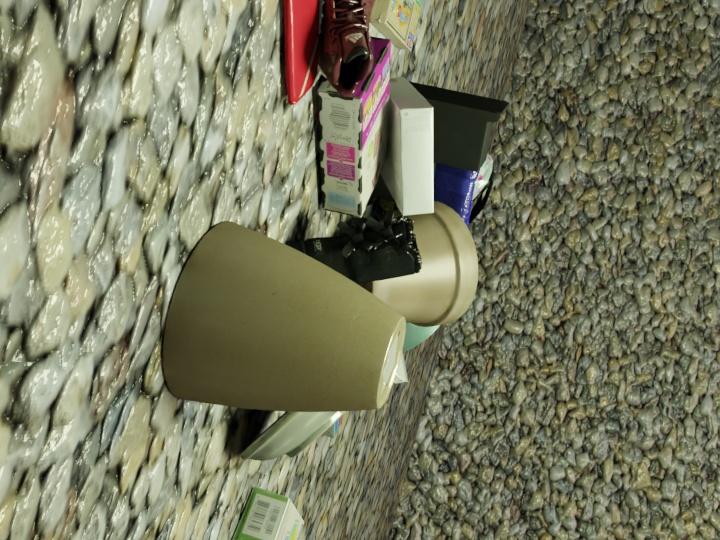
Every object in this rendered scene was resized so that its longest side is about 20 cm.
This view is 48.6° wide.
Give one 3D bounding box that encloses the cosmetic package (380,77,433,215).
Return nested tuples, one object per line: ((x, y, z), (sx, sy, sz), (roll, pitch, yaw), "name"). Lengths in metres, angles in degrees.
((0.063, -0.186, 1.165), (0.200, 0.051, 0.152), (-109, -164, -63), "cosmetic package")

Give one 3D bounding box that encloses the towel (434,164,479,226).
((0.145, -0.151, 1.405), (0.049, 0.147, 0.201), (-8, 115, -46), "towel")

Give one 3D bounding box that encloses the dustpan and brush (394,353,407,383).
((-0.029, 0.057, 0.995), (0.057, 0.200, 0.140), (-37, -159, 13), "dustpan and brush")

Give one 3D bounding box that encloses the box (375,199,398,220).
((0.083, -0.037, 1.387), (0.200, 0.044, 0.161), (44, -49, 54), "box")

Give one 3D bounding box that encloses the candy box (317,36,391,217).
((-0.007, -0.191, 1.064), (0.201, 0.061, 0.137), (90, 18, -47), "candy box")

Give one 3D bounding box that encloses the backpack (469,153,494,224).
((0.179, -0.170, 1.618), (0.200, 0.126, 0.167), (-48, -150, 33), "backpack")

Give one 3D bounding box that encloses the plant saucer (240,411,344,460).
((-0.064, 0.187, 1.029), (0.200, 0.050, 0.200), (-41, 177, -2), "plant saucer")

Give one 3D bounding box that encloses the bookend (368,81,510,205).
((0.123, -0.192, 1.310), (0.092, 0.199, 0.200), (-51, 152, -60), "bookend")

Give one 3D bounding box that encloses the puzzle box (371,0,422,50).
((0.061, -0.414, 1.193), (0.200, 0.025, 0.134), (-20, 124, -75), "puzzle box")

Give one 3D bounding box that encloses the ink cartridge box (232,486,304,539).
((-0.132, 0.402, 1.177), (0.200, 0.059, 0.104), (82, 25, -59), "ink cartridge box")

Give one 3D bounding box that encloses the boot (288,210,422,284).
((0.000, -0.001, 1.058), (0.198, 0.162, 0.074), (75, 3, -62), "boot")

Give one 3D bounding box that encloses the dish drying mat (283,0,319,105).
((-0.060, -0.280, 0.834), (0.077, 0.018, 0.201), (-59, 159, -49), "dish drying mat")

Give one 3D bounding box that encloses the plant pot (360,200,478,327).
((0.050, 0.000, 1.227), (0.173, 0.200, 0.201), (-10, 120, -35), "plant pot")

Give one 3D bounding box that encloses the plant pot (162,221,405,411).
((-0.062, 0.065, 0.798), (0.187, 0.199, 0.188), (14, 90, -78), "plant pot")

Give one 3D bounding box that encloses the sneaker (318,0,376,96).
((-0.005, -0.281, 0.854), (0.116, 0.075, 0.201), (-106, -164, -51), "sneaker")

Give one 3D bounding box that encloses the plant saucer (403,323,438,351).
((0.069, 0.062, 1.446), (0.036, 0.199, 0.201), (52, 46, -36), "plant saucer")

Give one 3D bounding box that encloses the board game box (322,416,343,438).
((-0.037, 0.147, 1.305), (0.148, 0.064, 0.200), (90, 20, -46), "board game box")
